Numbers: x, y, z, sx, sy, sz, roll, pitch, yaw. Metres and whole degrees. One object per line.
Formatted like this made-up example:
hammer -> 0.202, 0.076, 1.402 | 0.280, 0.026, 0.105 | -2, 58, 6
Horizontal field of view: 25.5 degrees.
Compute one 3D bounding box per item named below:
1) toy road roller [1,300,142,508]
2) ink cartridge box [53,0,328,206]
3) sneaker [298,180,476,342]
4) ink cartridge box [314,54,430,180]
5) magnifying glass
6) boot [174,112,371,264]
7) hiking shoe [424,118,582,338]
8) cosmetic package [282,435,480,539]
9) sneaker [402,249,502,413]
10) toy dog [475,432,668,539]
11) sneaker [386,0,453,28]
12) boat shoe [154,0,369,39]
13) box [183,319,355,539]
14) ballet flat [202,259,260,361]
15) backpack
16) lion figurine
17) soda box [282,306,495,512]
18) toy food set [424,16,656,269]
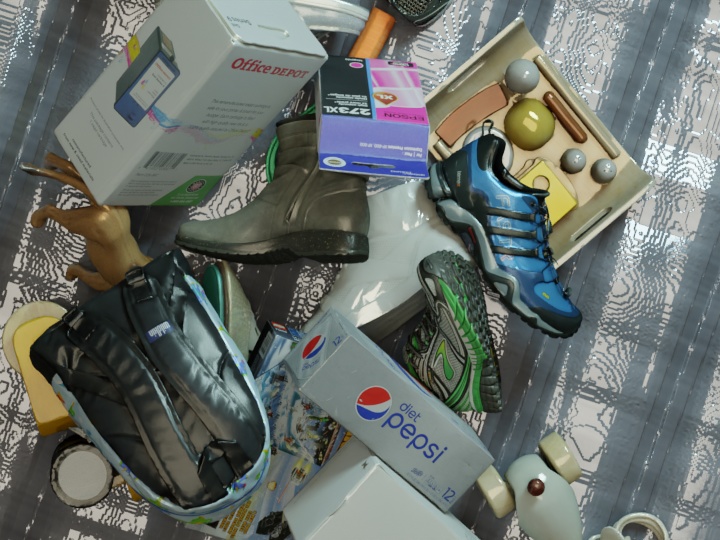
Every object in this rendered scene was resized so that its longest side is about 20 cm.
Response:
toy road roller -> -0.231, 0.112, 1.450 | 0.145, 0.123, 0.202 | -20, 92, -11
ink cartridge box -> -0.145, -0.152, 1.380 | 0.200, 0.145, 0.088 | -44, 70, 26
sneaker -> 0.000, 0.000, 1.478 | 0.199, 0.074, 0.116 | -33, 70, 13
ink cartridge box -> 0.009, -0.136, 1.387 | 0.093, 0.201, 0.037 | 5, 119, -5
magnifying glass -> -0.023, -0.151, 1.492 | 0.079, 0.022, 0.202 | 27, 93, -1
boot -> -0.073, -0.074, 1.458 | 0.198, 0.068, 0.132 | 0, 81, 23
hiking shoe -> 0.143, -0.030, 1.425 | 0.086, 0.074, 0.201 | -37, 93, 21
cosmetic package -> 0.038, 0.254, 1.439 | 0.108, 0.085, 0.200 | -44, 110, 3
sneaker -> 0.075, 0.064, 1.426 | 0.084, 0.079, 0.201 | -8, 134, 7
toy dog -> 0.190, 0.244, 1.464 | 0.199, 0.096, 0.132 | 40, 91, -1
sneaker -> 0.080, -0.323, 1.452 | 0.080, 0.086, 0.202 | 25, 92, 1
boat shoe -> -0.091, -0.225, 1.464 | 0.199, 0.074, 0.066 | 2, 98, 4
box -> -0.063, 0.158, 1.447 | 0.136, 0.040, 0.202 | 21, 103, -24
ballet flat -> -0.118, 0.090, 1.485 | 0.062, 0.067, 0.203 | 1, 96, -27
backpack -> -0.157, 0.115, 1.343 | 0.163, 0.154, 0.200 | -36, 64, -17
lion figurine -> -0.222, -0.023, 1.429 | 0.122, 0.200, 0.073 | 21, 69, 29
soda box -> 0.026, 0.123, 1.404 | 0.068, 0.064, 0.200 | -46, 117, 5
toy food set -> 0.157, -0.112, 1.471 | 0.143, 0.060, 0.200 | -40, 91, 1
